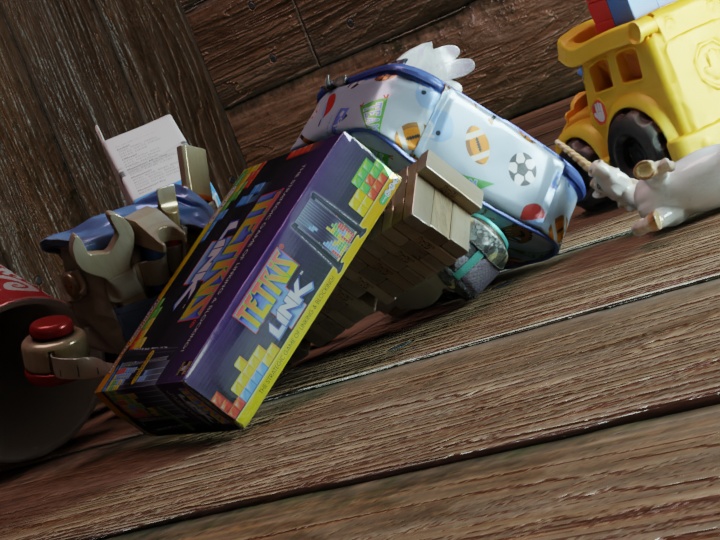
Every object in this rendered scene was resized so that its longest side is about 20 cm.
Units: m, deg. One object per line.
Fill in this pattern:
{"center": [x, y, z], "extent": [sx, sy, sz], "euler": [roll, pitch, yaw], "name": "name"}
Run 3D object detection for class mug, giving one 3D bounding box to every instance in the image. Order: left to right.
{"center": [-0.321, 0.064, 1.490], "extent": [0.177, 0.134, 0.200], "euler": [-38, 36, -17], "name": "mug"}

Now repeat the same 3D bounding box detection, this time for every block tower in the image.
{"center": [-0.005, -0.003, 1.301], "extent": [0.200, 0.054, 0.058], "euler": [-35, 32, 36], "name": "block tower"}

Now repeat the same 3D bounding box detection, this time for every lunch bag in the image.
{"center": [0.051, -0.075, 1.374], "extent": [0.160, 0.199, 0.076], "euler": [-9, 52, 63], "name": "lunch bag"}

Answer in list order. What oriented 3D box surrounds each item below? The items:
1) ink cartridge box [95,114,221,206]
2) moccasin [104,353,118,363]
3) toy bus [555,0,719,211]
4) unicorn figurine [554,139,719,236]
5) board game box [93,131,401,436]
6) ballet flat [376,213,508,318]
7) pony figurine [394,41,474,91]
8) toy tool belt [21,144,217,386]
{"center": [-0.160, -0.052, 1.613], "extent": [0.066, 0.116, 0.200], "euler": [-24, 34, -7], "name": "ink cartridge box"}
{"center": [-0.152, 0.064, 1.465], "extent": [0.077, 0.074, 0.201], "euler": [-29, 7, -26], "name": "moccasin"}
{"center": [0.221, -0.160, 1.511], "extent": [0.135, 0.193, 0.200], "euler": [-26, 5, -26], "name": "toy bus"}
{"center": [0.218, -0.064, 1.254], "extent": [0.199, 0.074, 0.137], "euler": [-6, 0, 16], "name": "unicorn figurine"}
{"center": [-0.077, 0.012, 1.248], "extent": [0.201, 0.057, 0.165], "euler": [-58, 18, -21], "name": "board game box"}
{"center": [0.038, 0.000, 1.373], "extent": [0.072, 0.072, 0.200], "euler": [-24, 4, -21], "name": "ballet flat"}
{"center": [0.040, -0.089, 1.593], "extent": [0.200, 0.167, 0.193], "euler": [-44, -14, 33], "name": "pony figurine"}
{"center": [-0.172, -0.009, 1.354], "extent": [0.124, 0.124, 0.200], "euler": [6, 23, 40], "name": "toy tool belt"}
